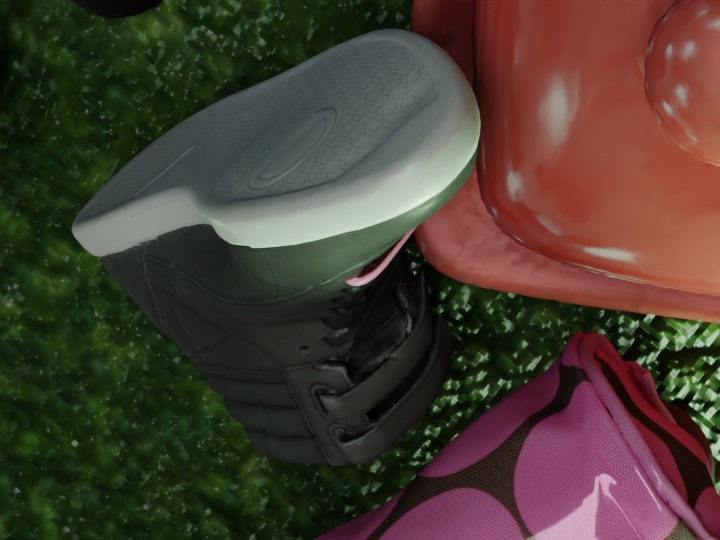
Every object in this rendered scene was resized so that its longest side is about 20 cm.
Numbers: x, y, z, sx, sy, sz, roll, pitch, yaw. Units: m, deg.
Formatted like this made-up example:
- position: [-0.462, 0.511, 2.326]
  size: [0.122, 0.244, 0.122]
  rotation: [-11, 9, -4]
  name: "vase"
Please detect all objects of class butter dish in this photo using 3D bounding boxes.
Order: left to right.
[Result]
- position: [0.101, -0.064, 0.750]
  size: [0.198, 0.148, 0.201]
  rotation: [8, 108, 11]
  name: "butter dish"

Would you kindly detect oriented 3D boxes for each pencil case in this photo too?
- position: [0.009, 0.097, 0.811]
  size: [0.199, 0.094, 0.091]
  rotation: [-35, 100, 16]
  name: "pencil case"

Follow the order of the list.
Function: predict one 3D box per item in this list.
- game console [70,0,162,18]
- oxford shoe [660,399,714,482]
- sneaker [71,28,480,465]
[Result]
- position: [-0.073, -0.149, 0.747]
  size: [0.116, 0.176, 0.200]
  rotation: [42, 115, 3]
  name: "game console"
- position: [0.039, 0.122, 0.878]
  size: [0.200, 0.075, 0.070]
  rotation: [-50, 55, 9]
  name: "oxford shoe"
- position: [0.000, 0.000, 0.797]
  size: [0.099, 0.200, 0.071]
  rotation: [49, 67, -14]
  name: "sneaker"
